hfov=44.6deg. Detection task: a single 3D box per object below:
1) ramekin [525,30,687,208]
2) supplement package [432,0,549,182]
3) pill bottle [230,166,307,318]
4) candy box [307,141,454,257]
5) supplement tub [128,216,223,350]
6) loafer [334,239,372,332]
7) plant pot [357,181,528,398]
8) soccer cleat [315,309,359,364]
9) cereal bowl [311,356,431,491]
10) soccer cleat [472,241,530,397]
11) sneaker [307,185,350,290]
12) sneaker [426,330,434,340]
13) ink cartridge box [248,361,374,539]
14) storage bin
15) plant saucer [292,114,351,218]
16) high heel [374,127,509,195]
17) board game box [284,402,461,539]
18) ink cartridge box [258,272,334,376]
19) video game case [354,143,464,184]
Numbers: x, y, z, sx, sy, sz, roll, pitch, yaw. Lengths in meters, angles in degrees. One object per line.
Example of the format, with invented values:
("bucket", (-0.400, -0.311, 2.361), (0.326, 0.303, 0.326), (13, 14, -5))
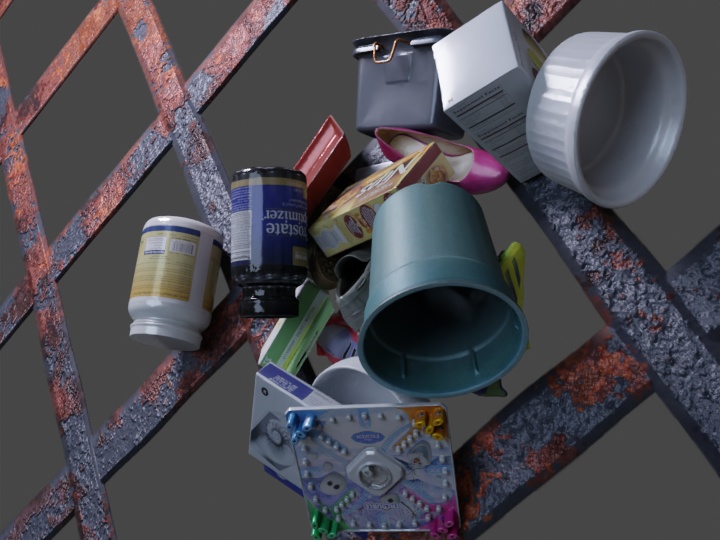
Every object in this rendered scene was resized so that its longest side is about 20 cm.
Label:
("ramekin", (0.288, -0.184, 1.042), (0.097, 0.198, 0.204), (28, 91, 50))
("supplement package", (0.194, -0.222, 1.122), (0.108, 0.199, 0.116), (-26, 54, 29))
("pill bottle", (-0.129, -0.036, 1.241), (0.110, 0.111, 0.206), (-5, 83, 38))
("candy box", (0.026, -0.096, 1.223), (0.198, 0.056, 0.116), (-21, 23, 48))
("supplement tub", (-0.317, 0.025, 1.501), (0.142, 0.143, 0.205), (-6, 69, 38))
("loafer", (0.000, 0.000, 1.222), (0.069, 0.070, 0.202), (-31, 27, 20))
("plant pot", (0.091, 0.013, 1.060), (0.198, 0.200, 0.199), (-31, 39, 27))
("soccer cleat", (-0.007, 0.113, 1.247), (0.199, 0.065, 0.078), (26, 109, 56))
("cereal bowl", (0.029, 0.200, 1.152), (0.197, 0.083, 0.205), (20, 124, 33))
("soccer cleat", (0.186, 0.065, 1.131), (0.082, 0.065, 0.204), (17, 79, 12))
("sneaker", (-0.061, -0.033, 1.345), (0.090, 0.066, 0.203), (-44, 31, 37))
("sneaker", (0.061, 0.055, 1.201), (0.199, 0.099, 0.076), (38, 100, 43))
("ink cartridge box", (-0.065, 0.251, 1.169), (0.197, 0.040, 0.204), (26, 127, 27))
("storage bin", (0.074, -0.268, 1.298), (0.197, 0.144, 0.138), (4, 86, 41))
("plant saucer", (-0.081, -0.140, 1.387), (0.201, 0.036, 0.200), (-55, 16, 10))
("high heel", (0.110, -0.160, 1.216), (0.198, 0.095, 0.069), (27, 90, 42))
("board game box", (0.017, 0.251, 1.071), (0.195, 0.204, 0.026), (-4, 30, 11))
("ink cartridge box", (-0.096, 0.088, 1.283), (0.147, 0.047, 0.200), (-59, 7, 5))
("video game case", (0.067, -0.080, 1.301), (0.197, 0.023, 0.187), (-9, 68, 37))
